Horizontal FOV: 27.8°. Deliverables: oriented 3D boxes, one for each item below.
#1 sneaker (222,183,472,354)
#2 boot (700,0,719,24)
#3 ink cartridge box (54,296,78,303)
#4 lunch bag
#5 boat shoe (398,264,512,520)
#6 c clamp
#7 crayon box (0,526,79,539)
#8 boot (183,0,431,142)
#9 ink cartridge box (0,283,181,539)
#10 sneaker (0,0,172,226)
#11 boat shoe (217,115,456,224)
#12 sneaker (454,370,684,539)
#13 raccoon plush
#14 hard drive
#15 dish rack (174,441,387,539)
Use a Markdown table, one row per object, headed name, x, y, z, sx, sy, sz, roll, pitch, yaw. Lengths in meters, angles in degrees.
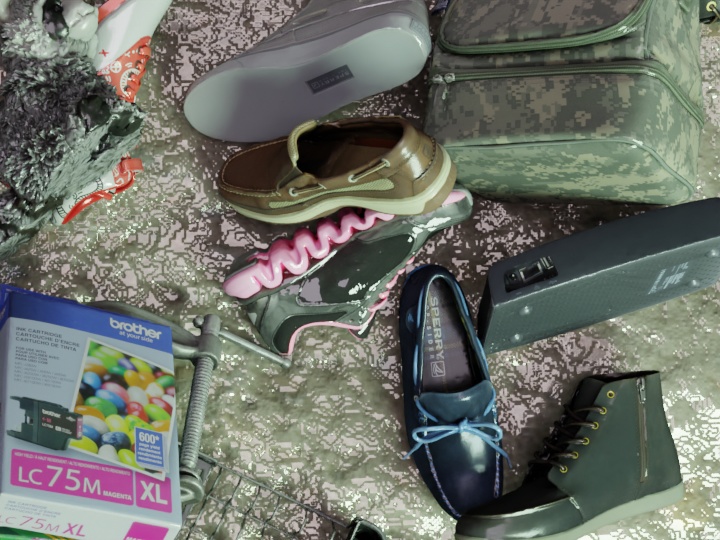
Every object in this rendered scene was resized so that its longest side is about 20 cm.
| name | x | y | z | sx | sy | sz | roll | pitch | yaw |
| --- | --- | --- | --- | --- | --- | --- | --- | --- | --- |
| sneaker | 0.000 | 0.000 | 1.100 | 0.200 | 0.079 | 0.096 | -24 | 99 | 7 |
| boot | 0.291 | -0.205 | 1.156 | 0.150 | 0.073 | 0.200 | 31 | 77 | -3 |
| ink cartridge box | -0.310 | 0.049 | 1.009 | 0.197 | 0.200 | 0.047 | 10 | 127 | -5 |
| lunch bag | 0.150 | -0.145 | 1.073 | 0.200 | 0.139 | 0.168 | 1 | 73 | 33 |
| boat shoe | 0.063 | 0.096 | 1.103 | 0.084 | 0.069 | 0.201 | -17 | 87 | -8 |
| c clamp | -0.137 | 0.092 | 1.025 | 0.171 | 0.027 | 0.200 | 28 | 39 | -14 |
| crayon box | -0.238 | 0.130 | 1.009 | 0.118 | 0.200 | 0.058 | 7 | 125 | -6 |
| boot | -0.039 | -0.167 | 1.119 | 0.199 | 0.096 | 0.074 | -14 | 129 | 15 |
| ink cartridge box | -0.181 | 0.085 | 0.953 | 0.119 | 0.042 | 0.200 | 15 | 39 | -25 |
| sneaker | -0.188 | -0.126 | 1.096 | 0.201 | 0.067 | 0.108 | -44 | 92 | -5 |
| boat shoe | -0.030 | -0.083 | 1.055 | 0.202 | 0.075 | 0.075 | -3 | 58 | 34 |
| sneaker | 0.149 | 0.141 | 1.088 | 0.200 | 0.075 | 0.107 | -13 | 96 | -29 |
| raccoon plush | -0.249 | -0.110 | 1.020 | 0.200 | 0.097 | 0.134 | -41 | 82 | -2 |
| hard drive | 0.184 | 0.004 | 1.096 | 0.199 | 0.135 | 0.042 | -17 | 70 | -6 |
| dish rack | -0.097 | 0.223 | 1.082 | 0.200 | 0.055 | 0.154 | 26 | 82 | -3 |
